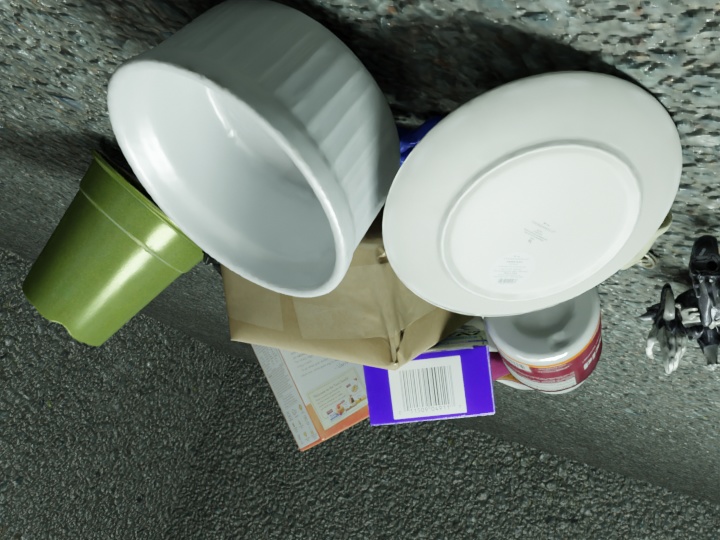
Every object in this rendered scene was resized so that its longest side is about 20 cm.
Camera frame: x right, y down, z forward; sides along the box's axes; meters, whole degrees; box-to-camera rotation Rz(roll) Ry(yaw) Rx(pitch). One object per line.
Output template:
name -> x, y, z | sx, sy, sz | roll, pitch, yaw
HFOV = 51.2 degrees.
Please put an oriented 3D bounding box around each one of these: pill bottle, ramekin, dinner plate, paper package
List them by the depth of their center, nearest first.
dinner plate -> 0.112, -0.033, 0.483 | 0.197, 0.024, 0.202 | -5, 136, -5
ramekin -> -0.068, -0.086, 0.524 | 0.199, 0.098, 0.202 | 28, 149, 18
paper package -> 0.000, 0.000, 0.682 | 0.198, 0.105, 0.190 | 4, -162, 38
pill bottle -> 0.202, 0.066, 0.809 | 0.113, 0.116, 0.200 | 14, 165, 23

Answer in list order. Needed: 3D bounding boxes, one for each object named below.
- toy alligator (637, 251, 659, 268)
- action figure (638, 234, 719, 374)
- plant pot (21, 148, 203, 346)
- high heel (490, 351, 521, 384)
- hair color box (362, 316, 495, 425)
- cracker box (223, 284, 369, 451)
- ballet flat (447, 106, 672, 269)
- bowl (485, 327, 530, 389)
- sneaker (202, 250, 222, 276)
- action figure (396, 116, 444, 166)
toy alligator -> 0.167, -0.022, 0.642 | 0.198, 0.055, 0.059 | 23, 167, -12
action figure -> 0.297, 0.045, 0.624 | 0.117, 0.103, 0.200 | 3, 160, 17
plant pot -> -0.317, -0.014, 0.949 | 0.199, 0.191, 0.200 | 39, 175, 4
high heel -> 0.188, 0.139, 0.935 | 0.198, 0.097, 0.067 | 21, 141, -18
hair color box -> 0.068, 0.087, 0.715 | 0.108, 0.066, 0.200 | -7, -178, 8
cracker box -> -0.047, 0.075, 0.824 | 0.133, 0.202, 0.058 | -19, 168, -38
ballet flat -> 0.144, -0.065, 0.514 | 0.199, 0.070, 0.069 | 26, 165, -31
bowl -> 0.206, 0.113, 1.073 | 0.198, 0.076, 0.200 | 23, 168, -7
sneaker -> -0.111, -0.035, 0.860 | 0.198, 0.113, 0.076 | 7, 166, 44
action figure -> 0.016, -0.097, 0.592 | 0.198, 0.052, 0.065 | 15, 170, 31
